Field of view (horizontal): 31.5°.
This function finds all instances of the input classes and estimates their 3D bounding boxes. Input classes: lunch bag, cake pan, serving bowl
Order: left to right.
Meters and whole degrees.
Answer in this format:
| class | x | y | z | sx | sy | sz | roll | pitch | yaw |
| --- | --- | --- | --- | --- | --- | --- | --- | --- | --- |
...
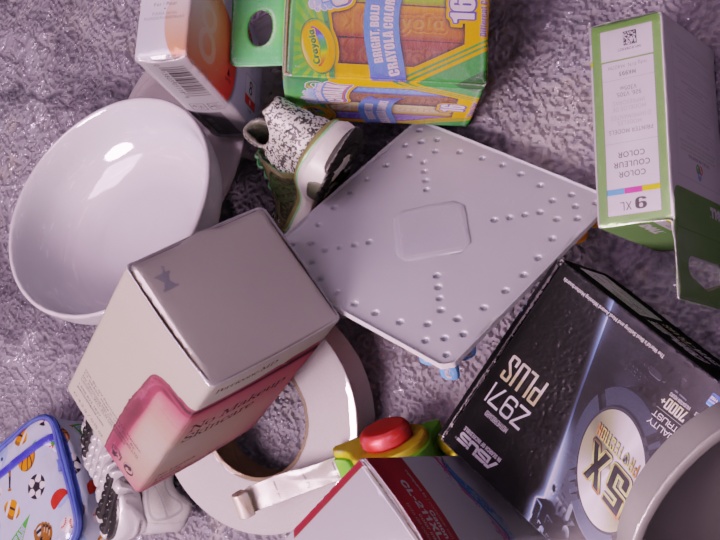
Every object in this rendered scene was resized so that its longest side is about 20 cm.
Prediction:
| class | x | y | z | sx | sy | sz | roll | pitch | yaw |
| --- | --- | --- | --- | --- | --- | --- | --- | --- | --- |
| lunch bag | -0.332 | 0.240 | 1.256 | 0.200 | 0.075 | 0.161 | -36 | 61 | 24 |
| serving bowl | -0.193 | -0.041 | 1.057 | 0.199 | 0.066 | 0.201 | -12 | 61 | 23 |
| cake pan | 0.245 | 0.156 | 0.800 | 0.201 | 0.200 | 0.037 | -57 | 31 | 13 |

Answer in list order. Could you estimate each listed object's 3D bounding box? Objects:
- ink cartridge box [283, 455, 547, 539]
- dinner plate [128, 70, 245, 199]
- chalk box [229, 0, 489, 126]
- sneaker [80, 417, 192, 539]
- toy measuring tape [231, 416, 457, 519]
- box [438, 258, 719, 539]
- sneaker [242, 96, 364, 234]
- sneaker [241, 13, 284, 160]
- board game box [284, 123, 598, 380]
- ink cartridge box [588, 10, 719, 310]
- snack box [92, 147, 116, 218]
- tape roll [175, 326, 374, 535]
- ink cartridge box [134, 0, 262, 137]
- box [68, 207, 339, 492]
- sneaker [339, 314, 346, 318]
| class | x | y | z | sx | sy | sz | roll | pitch | yaw |
| --- | --- | --- | --- | --- | --- | --- | --- | --- | --- |
| ink cartridge box | 0.032 | 0.210 | 0.926 | 0.146 | 0.200 | 0.083 | -49 | 61 | 19 |
| dinner plate | -0.174 | -0.118 | 1.159 | 0.200 | 0.024 | 0.201 | -12 | 72 | 43 |
| chalk box | -0.004 | -0.191 | 1.011 | 0.199 | 0.124 | 0.125 | 2 | 81 | -3 |
| sneaker | -0.211 | 0.172 | 1.188 | 0.075 | 0.081 | 0.200 | -67 | 31 | 33 |
| toy measuring tape | -0.008 | 0.164 | 1.004 | 0.199 | 0.074 | 0.074 | -19 | 69 | 4 |
| box | 0.183 | 0.116 | 0.905 | 0.200 | 0.086 | 0.164 | 42 | 107 | 33 |
| sneaker | -0.057 | -0.094 | 1.064 | 0.089 | 0.200 | 0.077 | 40 | 68 | 1 |
| sneaker | -0.088 | -0.162 | 1.162 | 0.200 | 0.075 | 0.100 | -38 | 69 | 33 |
| board game box | 0.057 | -0.022 | 0.983 | 0.200 | 0.026 | 0.200 | 27 | 58 | 36 |
| ink cartridge box | 0.213 | -0.070 | 0.905 | 0.059 | 0.104 | 0.201 | -9 | 77 | 34 |
| snack box | -0.259 | -0.068 | 1.214 | 0.200 | 0.037 | 0.117 | -6 | 88 | 64 |
| tape roll | -0.083 | 0.123 | 1.093 | 0.202 | 0.037 | 0.204 | 2 | 94 | 27 |
| ink cartridge box | -0.120 | -0.230 | 1.042 | 0.050 | 0.162 | 0.201 | 2 | 75 | 17 |
| box | -0.125 | 0.064 | 0.976 | 0.109 | 0.128 | 0.200 | 54 | 143 | 12 |
| sneaker | 0.000 | 0.000 | 1.055 | 0.199 | 0.085 | 0.077 | 2 | 82 | 35 |
